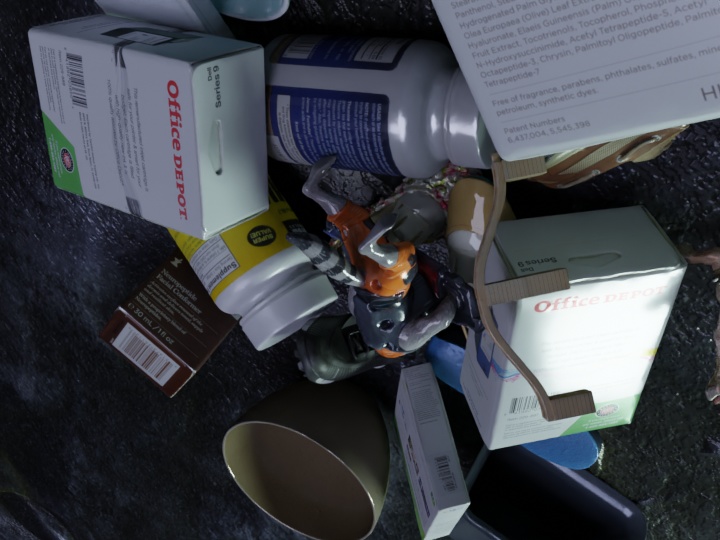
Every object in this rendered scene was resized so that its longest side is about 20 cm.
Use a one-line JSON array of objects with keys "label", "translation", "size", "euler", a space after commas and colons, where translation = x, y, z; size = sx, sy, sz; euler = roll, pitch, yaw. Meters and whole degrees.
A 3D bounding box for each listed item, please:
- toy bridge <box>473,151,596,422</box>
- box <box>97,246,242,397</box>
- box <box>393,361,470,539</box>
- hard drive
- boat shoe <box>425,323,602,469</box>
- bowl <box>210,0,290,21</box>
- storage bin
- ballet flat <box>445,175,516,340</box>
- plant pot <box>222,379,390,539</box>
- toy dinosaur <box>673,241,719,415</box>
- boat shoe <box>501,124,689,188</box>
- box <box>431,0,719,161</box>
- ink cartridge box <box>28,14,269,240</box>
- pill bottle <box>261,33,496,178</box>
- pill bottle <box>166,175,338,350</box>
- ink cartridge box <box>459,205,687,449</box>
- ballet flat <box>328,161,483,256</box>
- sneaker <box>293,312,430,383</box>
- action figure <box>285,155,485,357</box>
[{"label": "toy bridge", "translation": [0.118, 0.012, 0.645], "size": [0.067, 0.027, 0.200], "euler": [-12, 90, 0]}, {"label": "box", "translation": [-0.166, 0.024, 0.924], "size": [0.100, 0.200, 0.075], "euler": [41, 135, -6]}, {"label": "box", "translation": [0.070, 0.197, 0.930], "size": [0.036, 0.145, 0.200], "euler": [-11, 156, -7]}, {"label": "hard drive", "translation": [-0.176, -0.226, 0.758], "size": [0.132, 0.027, 0.200], "euler": [23, 171, 18]}, {"label": "boat shoe", "translation": [0.163, 0.115, 0.892], "size": [0.200, 0.069, 0.084], "euler": [41, 125, 3]}, {"label": "bowl", "translation": [-0.119, -0.289, 0.658], "size": [0.201, 0.105, 0.201], "euler": [27, 170, 5]}, {"label": "storage bin", "translation": [0.188, 0.294, 0.987], "size": [0.200, 0.146, 0.134], "euler": [32, 147, 5]}, {"label": "ballet flat", "translation": [0.110, 0.003, 0.796], "size": [0.069, 0.063, 0.200], "euler": [14, 146, 27]}, {"label": "plant pot", "translation": [-0.043, 0.206, 1.051], "size": [0.200, 0.135, 0.201], "euler": [18, 134, 20]}, {"label": "toy dinosaur", "translation": [0.334, 0.016, 0.684], "size": [0.135, 0.086, 0.200], "euler": [40, 125, -15]}, {"label": "boat shoe", "translation": [0.203, -0.121, 0.661], "size": [0.200, 0.076, 0.074], "euler": [-22, 141, 34]}, {"label": "box", "translation": [0.166, -0.197, 0.514], "size": [0.200, 0.199, 0.172], "euler": [-7, 122, 37]}, {"label": "ink cartridge box", "translation": [-0.176, -0.126, 0.744], "size": [0.200, 0.084, 0.146], "euler": [20, 123, 32]}, {"label": "pill bottle", "translation": [0.018, -0.135, 0.730], "size": [0.200, 0.111, 0.111], "euler": [10, 131, 26]}, {"label": "pill bottle", "translation": [-0.115, -0.030, 0.868], "size": [0.200, 0.114, 0.114], "euler": [56, 137, 6]}, {"label": "ink cartridge box", "translation": [0.175, 0.051, 0.763], "size": [0.145, 0.088, 0.200], "euler": [-8, 135, -10]}, {"label": "ballet flat", "translation": [0.037, -0.039, 0.838], "size": [0.076, 0.064, 0.200], "euler": [46, 136, -11]}, {"label": "sneaker", "translation": [0.011, 0.066, 0.879], "size": [0.090, 0.200, 0.067], "euler": [-21, 81, 26]}, {"label": "action figure", "translation": [0.000, 0.000, 0.749], "size": [0.200, 0.105, 0.194], "euler": [30, 155, 43]}]
